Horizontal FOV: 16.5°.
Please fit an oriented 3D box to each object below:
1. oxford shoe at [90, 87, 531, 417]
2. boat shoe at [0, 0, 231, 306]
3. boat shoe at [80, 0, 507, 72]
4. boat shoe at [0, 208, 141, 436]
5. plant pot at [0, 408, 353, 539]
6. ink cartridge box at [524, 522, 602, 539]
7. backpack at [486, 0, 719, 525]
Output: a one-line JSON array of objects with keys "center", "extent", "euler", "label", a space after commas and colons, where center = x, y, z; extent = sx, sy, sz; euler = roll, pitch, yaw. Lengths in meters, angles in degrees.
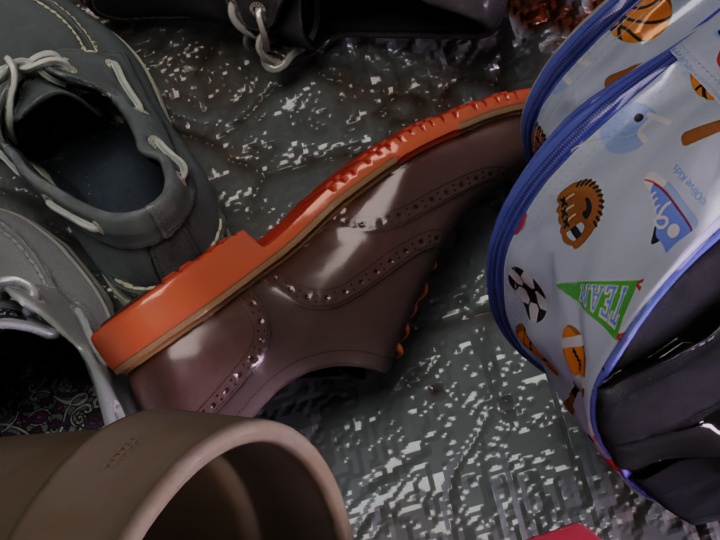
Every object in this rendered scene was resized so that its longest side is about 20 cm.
[{"center": [0.000, 0.000, 0.918], "extent": [0.200, 0.071, 0.073], "euler": [-33, 90, -17], "label": "oxford shoe"}, {"center": [-0.114, -0.064, 0.986], "extent": [0.073, 0.062, 0.200], "euler": [-33, 53, -6], "label": "boat shoe"}, {"center": [-0.031, -0.114, 0.989], "extent": [0.200, 0.073, 0.063], "euler": [-4, 73, 24], "label": "boat shoe"}, {"center": [-0.119, 0.037, 0.912], "extent": [0.070, 0.072, 0.201], "euler": [-29, 52, -3], "label": "boat shoe"}, {"center": [-0.119, 0.130, 0.769], "extent": [0.173, 0.200, 0.200], "euler": [10, 60, 23], "label": "plant pot"}, {"center": [0.077, 0.174, 0.709], "extent": [0.146, 0.083, 0.200], "euler": [-12, 39, -45], "label": "ink cartridge box"}, {"center": [0.134, -0.019, 0.809], "extent": [0.190, 0.200, 0.154], "euler": [-41, 50, -4], "label": "backpack"}]
